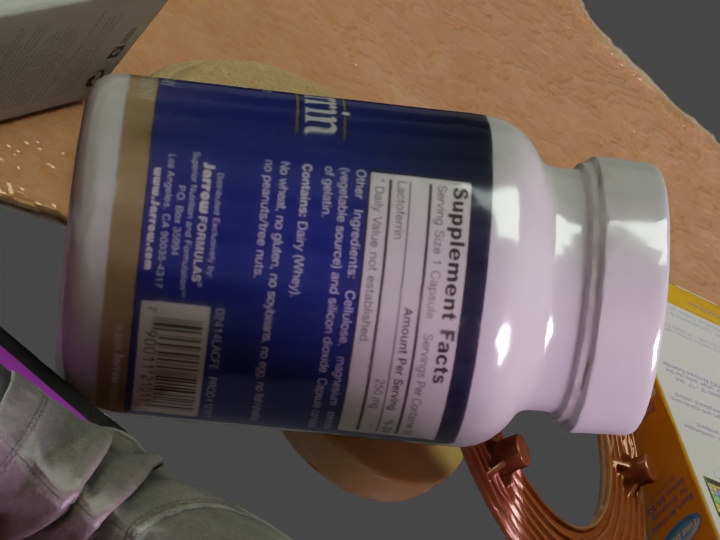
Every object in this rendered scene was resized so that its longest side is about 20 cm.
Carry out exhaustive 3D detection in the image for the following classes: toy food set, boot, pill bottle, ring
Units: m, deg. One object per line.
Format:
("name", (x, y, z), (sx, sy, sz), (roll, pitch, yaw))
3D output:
("toy food set", (-0.014, -0.007, 0.962), (0.200, 0.049, 0.198), (44, 27, 3))
("boot", (-0.061, 0.078, 0.675), (0.131, 0.070, 0.200), (35, -16, 3))
("pill bottle", (0.000, 0.000, 0.817), (0.198, 0.116, 0.116), (6, 35, -5))
("ring", (0.075, 0.039, 0.959), (0.201, 0.019, 0.201), (50, 29, -40))

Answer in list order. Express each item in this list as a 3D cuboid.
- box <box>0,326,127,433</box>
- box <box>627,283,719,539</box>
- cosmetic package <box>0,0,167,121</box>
("box", (-0.165, 0.053, 0.694), (0.143, 0.036, 0.200), (41, 26, -1))
("box", (0.168, 0.091, 1.074), (0.119, 0.041, 0.201), (24, 35, -32))
("cosmetic package", (-0.165, -0.108, 0.883), (0.102, 0.074, 0.200), (46, 26, 9))
